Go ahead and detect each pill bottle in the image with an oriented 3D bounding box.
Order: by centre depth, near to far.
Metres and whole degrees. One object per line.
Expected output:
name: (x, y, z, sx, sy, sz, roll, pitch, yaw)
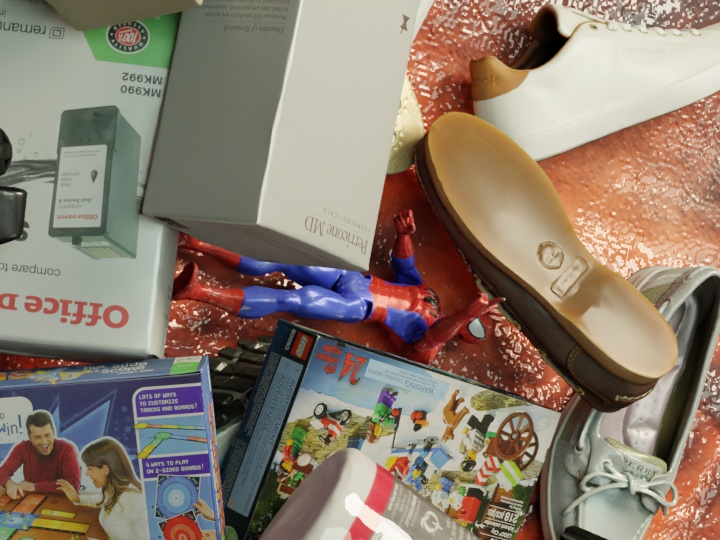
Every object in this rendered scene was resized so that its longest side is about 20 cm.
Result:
pill bottle: (0.040, 0.192, 1.478, 0.200, 0.111, 0.111, 37, 71, -9)

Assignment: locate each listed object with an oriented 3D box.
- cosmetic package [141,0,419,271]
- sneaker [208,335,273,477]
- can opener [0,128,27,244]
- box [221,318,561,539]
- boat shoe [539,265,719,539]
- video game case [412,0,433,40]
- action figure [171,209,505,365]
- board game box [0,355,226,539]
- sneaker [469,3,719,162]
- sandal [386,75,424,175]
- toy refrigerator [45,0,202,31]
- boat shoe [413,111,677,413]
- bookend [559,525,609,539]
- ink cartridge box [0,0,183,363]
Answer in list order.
cosmetic package: (-0.036, -0.108, 1.484, 0.113, 0.081, 0.200, 19, 77, -55)
sneaker: (-0.078, 0.117, 1.585, 0.200, 0.078, 0.090, -45, 124, -19)
can opener: (-0.266, -0.053, 1.442, 0.200, 0.063, 0.079, 3, 85, 15)
box: (0.013, 0.117, 1.585, 0.200, 0.038, 0.137, 18, 92, -42)
boat shoe: (0.166, 0.090, 1.695, 0.074, 0.065, 0.202, 29, 75, -21)
video game case: (-0.050, -0.172, 1.581, 0.182, 0.023, 0.200, 25, 78, 9)
action figure: (0.000, 0.000, 1.603, 0.200, 0.099, 0.065, 16, 50, -26)
board game box: (-0.173, 0.120, 1.481, 0.200, 0.034, 0.135, -4, 102, 3)
sneaker: (0.156, -0.131, 1.702, 0.200, 0.073, 0.085, -22, 98, -24)
sandal: (-0.013, -0.154, 1.625, 0.078, 0.070, 0.212, -32, 100, -24)
toy refrigerator: (-0.122, -0.231, 1.463, 0.070, 0.076, 0.200, 45, 43, -53)
boat shoe: (0.097, 0.000, 1.648, 0.070, 0.070, 0.200, -35, 84, -32)
bookend: (0.067, 0.268, 1.598, 0.200, 0.092, 0.199, -11, 103, -26)
ink cartridge box: (-0.166, -0.055, 1.509, 0.146, 0.084, 0.200, 5, 85, -1)
